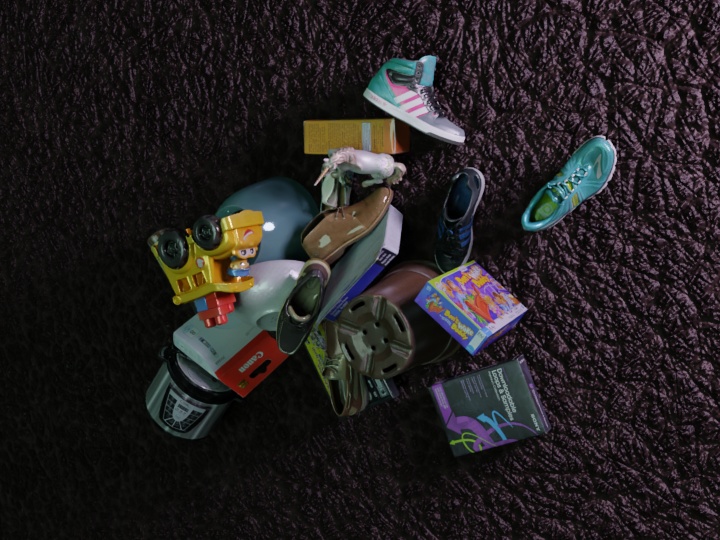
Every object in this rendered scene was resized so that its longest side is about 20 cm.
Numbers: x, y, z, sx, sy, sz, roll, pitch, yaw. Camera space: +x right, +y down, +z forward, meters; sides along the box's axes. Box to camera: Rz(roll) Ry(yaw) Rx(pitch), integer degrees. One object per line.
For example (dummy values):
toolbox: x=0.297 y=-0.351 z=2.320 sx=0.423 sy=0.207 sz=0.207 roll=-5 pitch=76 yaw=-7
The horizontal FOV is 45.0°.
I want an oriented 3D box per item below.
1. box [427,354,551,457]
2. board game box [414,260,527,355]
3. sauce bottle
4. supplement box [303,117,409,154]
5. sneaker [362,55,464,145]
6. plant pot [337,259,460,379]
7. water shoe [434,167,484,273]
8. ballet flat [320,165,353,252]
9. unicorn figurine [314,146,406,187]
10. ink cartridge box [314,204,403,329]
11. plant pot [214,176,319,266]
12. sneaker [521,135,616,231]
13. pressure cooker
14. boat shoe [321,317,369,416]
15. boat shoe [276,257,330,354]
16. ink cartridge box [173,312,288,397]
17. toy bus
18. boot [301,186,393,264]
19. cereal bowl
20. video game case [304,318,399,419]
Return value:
box: x=0.235 y=0.251 z=1.597 sx=0.198 sy=0.036 sz=0.145 roll=-23 pitch=88 yaw=31
board game box: x=0.192 y=0.059 z=1.484 sx=0.134 sy=0.199 sz=0.045 roll=43 pitch=118 yaw=15
sauce bottle: x=-0.391 y=0.004 z=1.900 sx=0.065 sy=0.065 sz=0.201 roll=-38 pitch=82 yaw=31
supplement box: x=-0.009 y=-0.250 z=1.616 sx=0.197 sy=0.066 sz=0.070 roll=2 pitch=101 yaw=30
sneaker: x=0.115 y=-0.313 z=1.525 sx=0.198 sy=0.084 sz=0.122 roll=30 pitch=107 yaw=6
plant pot: x=0.067 y=0.096 z=1.568 sx=0.198 sy=0.197 sz=0.204 roll=7 pitch=104 yaw=30
water shoe: x=0.162 y=-0.085 z=1.542 sx=0.071 sy=0.079 sz=0.203 roll=19 pitch=110 yaw=26
ballet flat: x=-0.056 y=-0.120 z=1.671 sx=0.073 sy=0.074 sz=0.203 roll=10 pitch=106 yaw=28
unicorn figurine: x=-0.010 y=-0.188 z=1.548 sx=0.137 sy=0.197 sz=0.075 roll=169 pitch=93 yaw=-72
ink cartridge box: x=0.000 y=0.000 z=1.593 sx=0.040 sy=0.201 sz=0.200 roll=35 pitch=121 yaw=-13
plant pot: x=-0.199 y=-0.075 z=1.711 sx=0.198 sy=0.160 sz=0.204 roll=7 pitch=105 yaw=29
sneaker: x=0.341 y=-0.134 z=1.426 sx=0.078 sy=0.079 sz=0.200 roll=47 pitch=119 yaw=14
pressure cooker: x=-0.353 y=0.242 z=1.863 sx=0.201 sy=0.175 sz=0.179 roll=-54 pitch=56 yaw=26
boat shoe: x=-0.037 y=0.184 z=1.658 sx=0.075 sy=0.071 sz=0.203 roll=-5 pitch=103 yaw=45
boat shoe: x=-0.113 y=0.073 z=1.590 sx=0.072 sy=0.065 sz=0.202 roll=21 pitch=114 yaw=1
ink cartridge box: x=-0.262 y=0.148 z=1.795 sx=0.199 sy=0.160 sz=0.048 roll=33 pitch=141 yaw=21
toy bus: x=-0.258 y=-0.001 z=1.581 sx=0.198 sy=0.135 sz=0.195 roll=-19 pitch=87 yaw=31
boot: x=-0.026 y=-0.095 z=1.618 sx=0.199 sy=0.074 sz=0.076 roll=-41 pitch=116 yaw=5
cereal bowl: x=-0.163 y=0.060 z=1.689 sx=0.199 sy=0.199 sz=0.084 roll=-26 pitch=58 yaw=32
video game case: x=-0.026 y=0.180 z=1.718 sx=0.180 sy=0.025 sz=0.202 roll=-30 pitch=85 yaw=46
